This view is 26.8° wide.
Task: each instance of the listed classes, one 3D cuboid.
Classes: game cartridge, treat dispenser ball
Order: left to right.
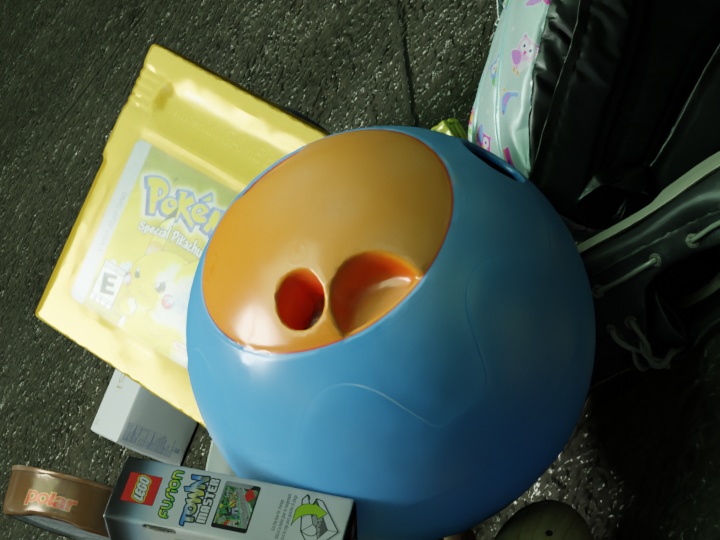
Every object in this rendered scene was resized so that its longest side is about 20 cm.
[{"bbox_3d":[-0.105,-0.020,0.973,0.175,0.032,0.201,29,101,23],"label":"game cartridge"},{"bbox_3d":[0.014,0.031,0.736,0.201,0.200,0.202,-40,36,37],"label":"treat dispenser ball"}]

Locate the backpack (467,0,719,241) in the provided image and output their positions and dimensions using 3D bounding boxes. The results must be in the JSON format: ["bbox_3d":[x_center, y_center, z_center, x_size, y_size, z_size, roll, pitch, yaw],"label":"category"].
[{"bbox_3d":[0.142,-0.114,0.833,0.127,0.165,0.202,-177,105,-78],"label":"backpack"}]

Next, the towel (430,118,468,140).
[{"bbox_3d":[0.000,0.000,0.872,0.199,0.018,0.087,-36,71,35],"label":"towel"}]

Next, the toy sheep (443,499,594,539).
[{"bbox_3d":[0.056,0.202,0.727,0.202,0.137,0.138,-67,27,9],"label":"toy sheep"}]

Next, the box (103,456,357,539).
[{"bbox_3d":[-0.056,0.172,0.734,0.201,0.109,0.035,89,-166,-47],"label":"box"}]

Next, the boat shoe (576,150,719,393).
[{"bbox_3d":[0.147,0.017,0.781,0.200,0.072,0.063,-43,31,27],"label":"boat shoe"}]

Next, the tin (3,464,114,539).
[{"bbox_3d":[-0.190,0.182,1.111,0.111,0.200,0.042,14,76,16],"label":"tin"}]

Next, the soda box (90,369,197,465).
[{"bbox_3d":[-0.152,0.056,1.270,0.068,0.063,0.202,7,73,61],"label":"soda box"}]

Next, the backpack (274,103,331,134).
[{"bbox_3d":[-0.066,-0.025,1.077,0.189,0.199,0.156,-7,64,39],"label":"backpack"}]

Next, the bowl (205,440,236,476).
[{"bbox_3d":[-0.011,0.112,0.951,0.201,0.090,0.202,-39,37,38],"label":"bowl"}]
